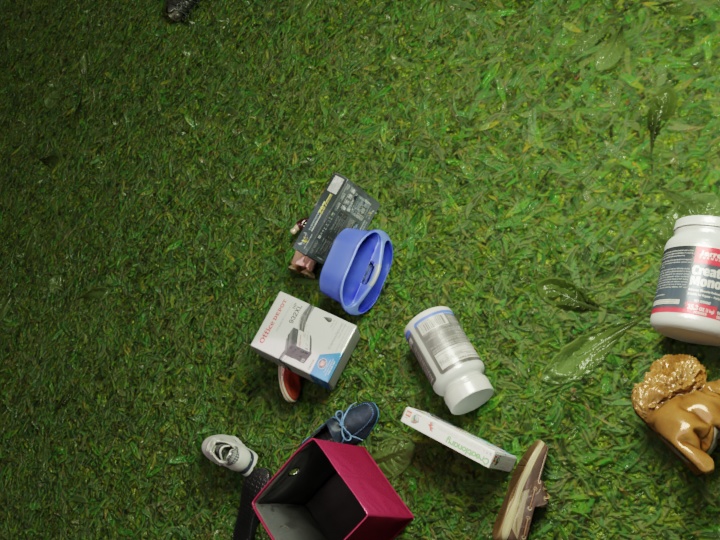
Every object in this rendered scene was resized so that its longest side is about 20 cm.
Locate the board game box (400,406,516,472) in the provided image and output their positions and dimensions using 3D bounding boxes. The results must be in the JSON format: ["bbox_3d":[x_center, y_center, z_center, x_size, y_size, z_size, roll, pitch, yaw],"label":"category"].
[{"bbox_3d":[0.190,0.326,1.359,0.200,0.126,0.035,21,84,35],"label":"board game box"}]

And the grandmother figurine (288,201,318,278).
[{"bbox_3d":[-0.116,-0.087,1.737,0.121,0.061,0.200,21,81,7],"label":"grandmother figurine"}]

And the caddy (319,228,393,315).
[{"bbox_3d":[0.000,0.000,1.582,0.105,0.141,0.200,19,84,40],"label":"caddy"}]

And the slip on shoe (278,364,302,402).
[{"bbox_3d":[-0.146,0.208,1.641,0.061,0.074,0.200,-3,67,27],"label":"slip on shoe"}]

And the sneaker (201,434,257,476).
[{"bbox_3d":[-0.322,0.418,1.644,0.200,0.080,0.077,0,64,49],"label":"sneaker"}]

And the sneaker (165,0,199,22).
[{"bbox_3d":[-0.555,-0.862,2.265,0.199,0.076,0.114,-2,74,34],"label":"sneaker"}]

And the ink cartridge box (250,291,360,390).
[{"bbox_3d":[-0.122,0.157,1.581,0.200,0.084,0.145,23,73,15],"label":"ink cartridge box"}]

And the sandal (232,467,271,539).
[{"bbox_3d":[-0.241,0.538,1.603,0.075,0.045,0.200,23,100,40],"label":"sandal"}]

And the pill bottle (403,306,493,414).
[{"bbox_3d":[0.179,0.182,1.424,0.114,0.114,0.200,-37,58,15],"label":"pill bottle"}]

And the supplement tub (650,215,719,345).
[{"bbox_3d":[0.591,0.019,1.216,0.140,0.140,0.200,9,78,33],"label":"supplement tub"}]

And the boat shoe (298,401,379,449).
[{"bbox_3d":[-0.047,0.356,1.527,0.200,0.069,0.084,-43,57,12],"label":"boat shoe"}]

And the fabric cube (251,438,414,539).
[{"bbox_3d":[-0.054,0.478,1.410,0.196,0.199,0.200,-48,56,9],"label":"fabric cube"}]

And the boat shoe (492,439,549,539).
[{"bbox_3d":[0.313,0.415,1.299,0.072,0.072,0.200,25,74,5],"label":"boat shoe"}]

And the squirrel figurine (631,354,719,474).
[{"bbox_3d":[0.566,0.213,1.168,0.187,0.142,0.200,-44,59,3],"label":"squirrel figurine"}]

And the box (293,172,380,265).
[{"bbox_3d":[-0.052,-0.106,1.640,0.051,0.158,0.200,30,91,36],"label":"box"}]
